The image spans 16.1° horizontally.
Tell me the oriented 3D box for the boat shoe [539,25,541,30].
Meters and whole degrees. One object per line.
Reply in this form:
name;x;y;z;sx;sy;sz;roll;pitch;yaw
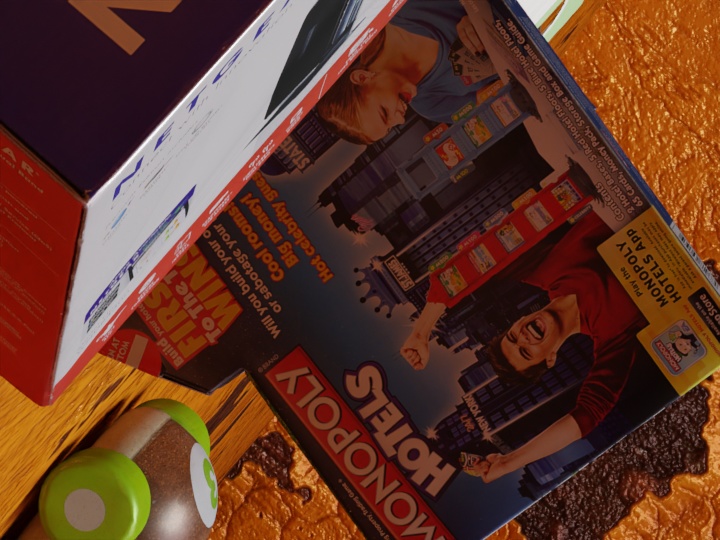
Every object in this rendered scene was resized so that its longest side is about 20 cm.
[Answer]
boat shoe;0.048;-0.100;1.156;0.073;0.072;0.200;-51;177;-7

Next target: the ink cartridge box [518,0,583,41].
ink cartridge box;0.079;-0.153;1.024;0.146;0.048;0.200;-49;172;-42

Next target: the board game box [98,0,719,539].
board game box;0.000;0.000;0.896;0.199;0.201;0.062;-36;179;10

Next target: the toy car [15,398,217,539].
toy car;-0.094;0.188;1.366;0.158;0.200;0.164;-50;178;12

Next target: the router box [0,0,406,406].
router box;-0.023;-0.074;0.587;0.200;0.049;0.180;-49;177;-17
